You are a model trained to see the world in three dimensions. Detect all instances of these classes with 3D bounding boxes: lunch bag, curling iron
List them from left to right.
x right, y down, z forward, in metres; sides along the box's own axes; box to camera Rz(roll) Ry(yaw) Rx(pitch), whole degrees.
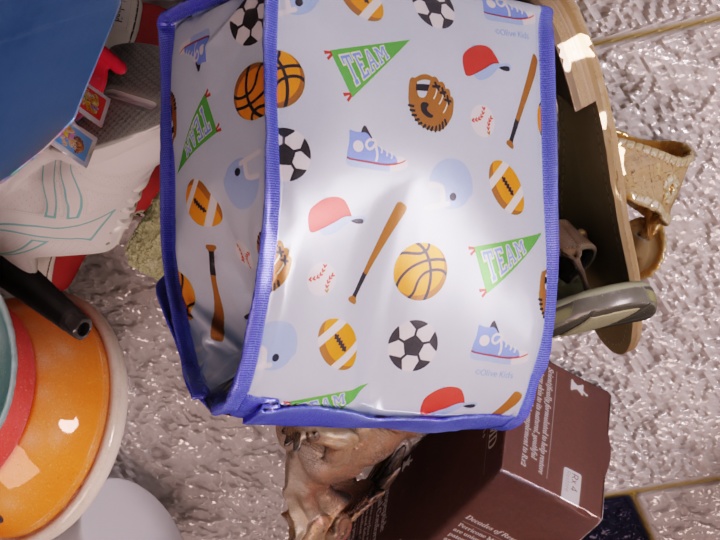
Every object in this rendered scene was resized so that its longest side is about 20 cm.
[{"bbox_3d":[-0.203,-0.004,1.574,0.200,0.026,0.050,25,110,42],"label":"curling iron"},{"bbox_3d":[-0.002,-0.025,1.366,0.170,0.200,0.124,4,166,-31],"label":"lunch bag"}]

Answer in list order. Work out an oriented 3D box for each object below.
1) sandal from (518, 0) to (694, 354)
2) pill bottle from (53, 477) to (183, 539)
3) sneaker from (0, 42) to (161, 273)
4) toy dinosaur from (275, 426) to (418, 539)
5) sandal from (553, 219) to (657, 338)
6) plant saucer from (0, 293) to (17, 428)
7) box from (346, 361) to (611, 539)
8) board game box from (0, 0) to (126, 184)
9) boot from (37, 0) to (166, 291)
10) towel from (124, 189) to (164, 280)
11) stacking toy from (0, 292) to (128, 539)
[{"bbox_3d":[0.139,-0.058,1.518,0.070,0.078,0.212,-25,118,-15],"label":"sandal"},{"bbox_3d":[-0.204,0.204,1.786,0.200,0.120,0.120,-31,122,31],"label":"pill bottle"},{"bbox_3d":[-0.133,-0.054,1.471,0.200,0.070,0.080,-19,131,44],"label":"sneaker"},{"bbox_3d":[0.006,0.080,1.659,0.200,0.086,0.136,-38,140,17],"label":"toy dinosaur"},{"bbox_3d":[0.085,0.001,1.521,0.080,0.201,0.057,-11,101,-18],"label":"sandal"},{"bbox_3d":[-0.271,0.043,1.466,0.200,0.036,0.200,-7,123,-11],"label":"plant saucer"},{"bbox_3d":[0.060,0.145,1.701,0.075,0.100,0.200,29,131,-18],"label":"box"},{"bbox_3d":[-0.156,-0.101,1.434,0.158,0.200,0.039,-13,138,43],"label":"board game box"},{"bbox_3d":[-0.097,-0.047,1.567,0.144,0.072,0.200,17,132,-12],"label":"boot"},{"bbox_3d":[-0.015,-0.049,1.514,0.200,0.036,0.148,-1,137,-37],"label":"towel"},{"bbox_3d":[-0.236,0.060,1.568,0.146,0.146,0.200,-32,144,33],"label":"stacking toy"}]
